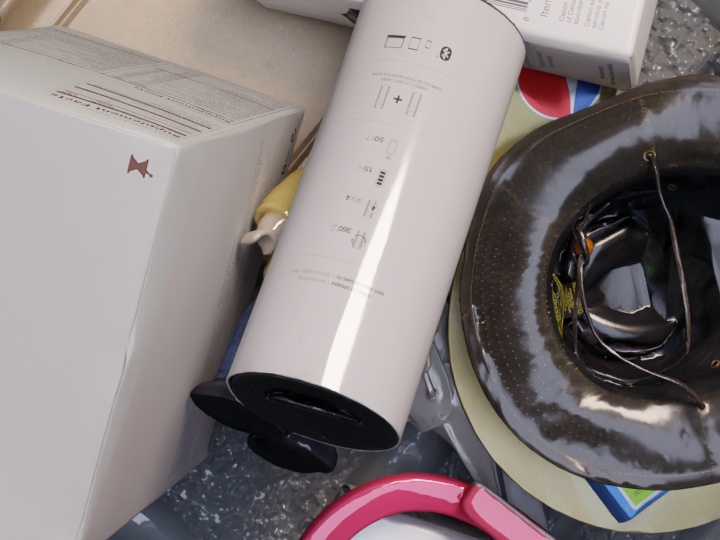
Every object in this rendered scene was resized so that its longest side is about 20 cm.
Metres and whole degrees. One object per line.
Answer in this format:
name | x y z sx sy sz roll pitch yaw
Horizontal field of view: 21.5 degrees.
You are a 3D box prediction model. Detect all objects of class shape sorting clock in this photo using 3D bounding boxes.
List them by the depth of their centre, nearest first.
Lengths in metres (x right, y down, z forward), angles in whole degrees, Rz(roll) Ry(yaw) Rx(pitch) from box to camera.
shape sorting clock | 0.141 0.029 0.944 0.198 0.039 0.202 0 91 0

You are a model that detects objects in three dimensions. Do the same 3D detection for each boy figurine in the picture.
boy figurine | 0.000 0.000 0.915 0.124 0.064 0.201 43 65 -28

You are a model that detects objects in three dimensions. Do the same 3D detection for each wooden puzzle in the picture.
wooden puzzle | -0.062 -0.133 0.992 0.200 0.037 0.185 40 88 -9

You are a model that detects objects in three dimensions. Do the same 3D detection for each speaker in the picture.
speaker | 0.009 -0.024 0.841 0.081 0.081 0.201 20 68 -4

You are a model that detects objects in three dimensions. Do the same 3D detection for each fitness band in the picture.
fitness band | 0.052 0.187 0.919 0.200 0.037 0.144 40 90 -2

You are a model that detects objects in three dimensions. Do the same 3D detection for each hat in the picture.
hat | 0.147 0.007 0.886 0.199 0.081 0.202 0 88 8

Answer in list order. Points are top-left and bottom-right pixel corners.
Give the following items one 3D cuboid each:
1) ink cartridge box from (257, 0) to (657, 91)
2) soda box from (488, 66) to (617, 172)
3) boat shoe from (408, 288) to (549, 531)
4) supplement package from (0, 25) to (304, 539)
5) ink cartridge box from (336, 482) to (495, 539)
ink cartridge box | 0.052 -0.184 0.917 0.199 0.084 0.146 14 87 10
soda box | 0.109 -0.127 0.985 0.064 0.068 0.201 21 89 -4
boat shoe | 0.040 0.049 0.985 0.069 0.071 0.201 -20 90 5
supplement package | -0.140 0.001 0.872 0.146 0.200 0.193 18 102 10
ink cartridge box | 0.061 0.211 0.978 0.199 0.088 0.146 18 89 -6
